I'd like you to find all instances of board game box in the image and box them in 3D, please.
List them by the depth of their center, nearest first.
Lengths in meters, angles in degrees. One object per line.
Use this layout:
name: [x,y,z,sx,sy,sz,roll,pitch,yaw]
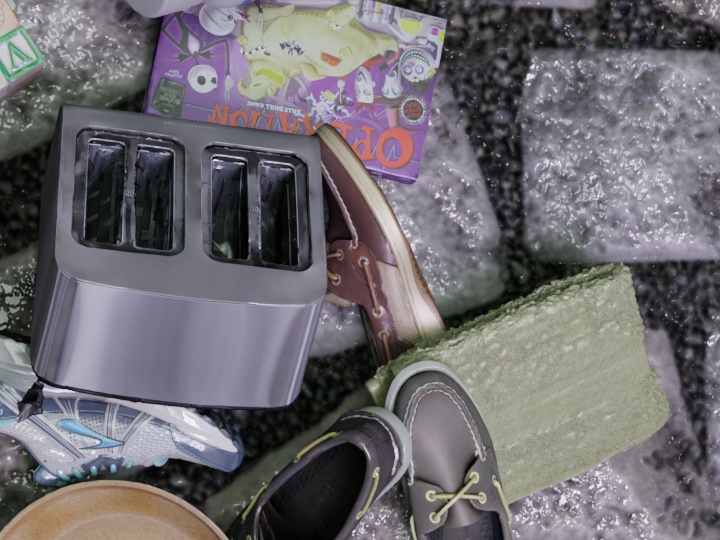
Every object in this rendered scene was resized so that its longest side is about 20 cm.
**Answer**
board game box: [-0.045,-0.140,1.444,0.198,0.032,0.121,12,85,-11]

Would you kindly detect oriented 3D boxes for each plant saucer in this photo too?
plant saucer: [-0.156,0.234,1.343,0.198,0.035,0.202,0,92,10]

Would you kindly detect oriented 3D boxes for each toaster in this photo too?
toaster: [-0.119,-0.005,1.325,0.179,0.119,0.201,7,48,-11]

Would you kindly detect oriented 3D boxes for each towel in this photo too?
towel: [0.110,0.086,1.416,0.199,0.037,0.149,-24,119,-8]

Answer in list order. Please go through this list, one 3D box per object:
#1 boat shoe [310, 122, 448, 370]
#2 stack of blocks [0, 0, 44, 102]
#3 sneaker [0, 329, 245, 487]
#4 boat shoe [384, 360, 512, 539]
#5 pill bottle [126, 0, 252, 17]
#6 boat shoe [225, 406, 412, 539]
boat shoe: [0.000,0.000,1.413,0.072,0.072,0.201,-26,105,-3]
stack of blocks: [-0.307,-0.105,1.362,0.199,0.059,0.116,-35,92,-14]
sneaker: [-0.176,0.105,1.371,0.198,0.078,0.087,19,92,-3]
boat shoe: [0.065,0.156,1.373,0.071,0.060,0.203,-17,116,-8]
pill bottle: [-0.067,-0.241,1.384,0.199,0.114,0.115,-22,89,-28]
boat shoe: [-0.048,0.170,1.344,0.072,0.060,0.202,42,110,12]
